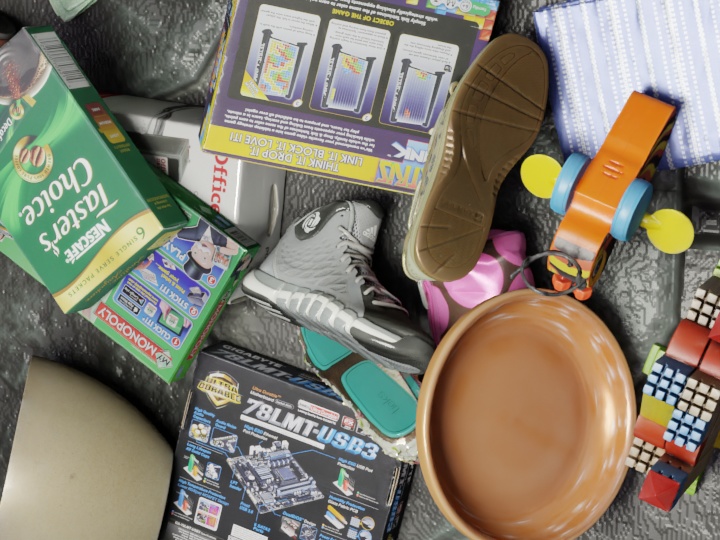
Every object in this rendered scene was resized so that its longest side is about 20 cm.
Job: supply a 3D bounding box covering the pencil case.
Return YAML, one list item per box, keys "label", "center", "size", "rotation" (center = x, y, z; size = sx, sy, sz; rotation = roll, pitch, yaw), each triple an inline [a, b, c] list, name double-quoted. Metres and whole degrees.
- label: "pencil case"
  center: [0.098, 0.068, 1.565]
  size: [0.094, 0.091, 0.200]
  rotation: [-12, 94, -11]

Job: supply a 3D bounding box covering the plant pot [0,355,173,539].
- label: "plant pot"
  center: [-0.232, 0.182, 1.684]
  size: [0.134, 0.200, 0.200]
  rotation: [11, 106, -9]

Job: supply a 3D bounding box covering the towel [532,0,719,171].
- label: "towel"
  center: [0.237, -0.150, 1.502]
  size: [0.200, 0.024, 0.145]
  rotation: [-9, 99, 25]

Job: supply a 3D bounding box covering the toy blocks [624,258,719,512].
- label: "toy blocks"
  center: [0.247, 0.088, 1.478]
  size: [0.100, 0.137, 0.200]
  rotation: [25, 108, 17]

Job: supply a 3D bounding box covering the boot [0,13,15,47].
- label: "boot"
  center: [-0.378, -0.131, 1.733]
  size: [0.188, 0.068, 0.200]
  rotation: [6, 104, 21]

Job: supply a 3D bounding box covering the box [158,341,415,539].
- label: "box"
  center: [-0.062, 0.184, 1.673]
  size: [0.200, 0.050, 0.199]
  rotation: [18, 105, 17]

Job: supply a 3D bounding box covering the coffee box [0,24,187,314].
- label: "coffee box"
  center: [-0.239, -0.080, 1.575]
  size: [0.123, 0.044, 0.200]
  rotation: [-37, 83, 24]

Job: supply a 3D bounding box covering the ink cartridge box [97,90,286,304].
- label: "ink cartridge box"
  center: [-0.171, -0.063, 1.651]
  size: [0.200, 0.083, 0.147]
  rotation: [10, 103, 21]

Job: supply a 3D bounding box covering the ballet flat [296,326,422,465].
- label: "ballet flat"
  center: [0.004, 0.083, 1.598]
  size: [0.076, 0.064, 0.200]
  rotation: [-31, 51, 1]

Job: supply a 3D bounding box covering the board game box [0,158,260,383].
- label: "board game box"
  center: [-0.193, -0.022, 1.605]
  size: [0.200, 0.029, 0.135]
  rotation: [37, 111, 14]

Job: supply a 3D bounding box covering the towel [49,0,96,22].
- label: "towel"
  center: [-0.251, -0.329, 1.665]
  size: [0.153, 0.023, 0.200]
  rotation: [-37, 85, 23]

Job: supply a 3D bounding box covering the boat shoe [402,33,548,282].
- label: "boat shoe"
  center: [0.079, -0.086, 1.501]
  size: [0.073, 0.063, 0.200]
  rotation: [29, 77, -17]

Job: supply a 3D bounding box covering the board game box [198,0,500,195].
- label: "board game box"
  center: [-0.010, -0.155, 1.533]
  size: [0.200, 0.057, 0.165]
  rotation: [11, 108, -12]

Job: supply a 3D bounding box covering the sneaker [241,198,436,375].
- label: "sneaker"
  center: [0.000, 0.000, 1.556]
  size: [0.200, 0.075, 0.116]
  rotation: [23, 78, 41]

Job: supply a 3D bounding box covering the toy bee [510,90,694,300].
- label: "toy bee"
  center: [0.165, -0.036, 1.474]
  size: [0.131, 0.200, 0.109]
  rotation: [45, 155, 26]

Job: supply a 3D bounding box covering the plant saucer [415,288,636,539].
- label: "plant saucer"
  center: [0.121, 0.113, 1.503]
  size: [0.037, 0.200, 0.200]
  rotation: [1, 103, 57]
